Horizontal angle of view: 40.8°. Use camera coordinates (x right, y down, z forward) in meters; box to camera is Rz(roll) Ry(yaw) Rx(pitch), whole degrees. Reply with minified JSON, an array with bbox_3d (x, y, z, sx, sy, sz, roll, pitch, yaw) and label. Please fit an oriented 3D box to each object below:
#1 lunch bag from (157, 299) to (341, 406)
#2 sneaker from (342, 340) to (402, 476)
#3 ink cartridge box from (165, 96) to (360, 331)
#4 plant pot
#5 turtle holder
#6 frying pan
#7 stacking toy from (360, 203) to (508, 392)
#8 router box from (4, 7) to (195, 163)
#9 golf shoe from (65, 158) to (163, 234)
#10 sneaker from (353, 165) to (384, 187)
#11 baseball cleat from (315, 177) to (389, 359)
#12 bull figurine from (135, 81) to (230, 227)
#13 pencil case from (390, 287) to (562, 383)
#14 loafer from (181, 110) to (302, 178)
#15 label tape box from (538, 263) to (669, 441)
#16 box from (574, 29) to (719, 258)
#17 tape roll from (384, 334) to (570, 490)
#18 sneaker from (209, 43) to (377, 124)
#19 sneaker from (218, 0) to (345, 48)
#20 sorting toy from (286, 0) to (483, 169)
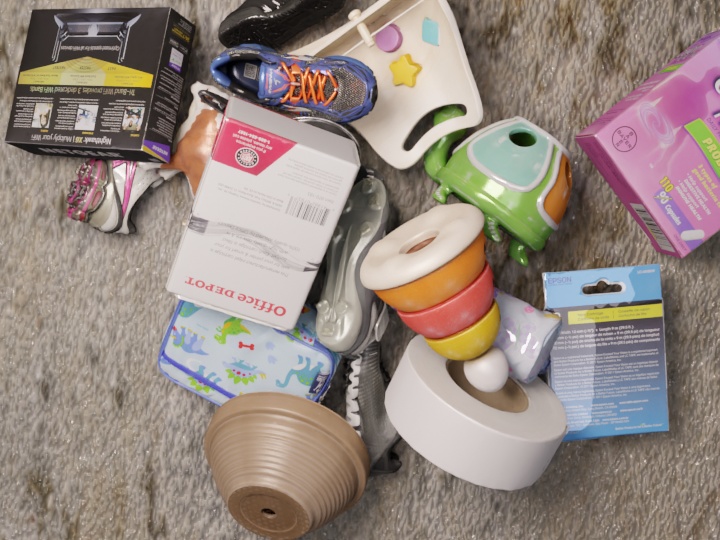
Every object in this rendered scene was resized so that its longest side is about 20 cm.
[{"bbox_3d":[-0.128,0.096,1.127,0.199,0.083,0.161,31,122,-4],"label":"lunch bag"},{"bbox_3d":[0.022,0.158,1.167,0.089,0.066,0.203,3,100,-5],"label":"sneaker"},{"bbox_3d":[-0.104,-0.056,1.012,0.144,0.084,0.202,18,113,-13],"label":"ink cartridge box"},{"bbox_3d":[-0.094,0.240,1.109,0.198,0.093,0.202,8,130,10],"label":"plant pot"},{"bbox_3d":[0.161,-0.107,1.113,0.140,0.185,0.132,32,97,-36],"label":"turtle holder"},{"bbox_3d":[-0.075,-0.143,1.040,0.114,0.031,0.190,-18,141,25],"label":"frying pan"},{"bbox_3d":[0.102,0.043,1.032,0.145,0.146,0.201,-29,108,2],"label":"stacking toy"},{"bbox_3d":[-0.288,-0.205,1.067,0.198,0.052,0.159,7,82,26],"label":"router box"},{"bbox_3d":[-0.268,-0.141,1.132,0.092,0.072,0.202,23,92,-35],"label":"golf shoe"},{"bbox_3d":[-0.063,-0.050,1.141,0.104,0.060,0.201,30,92,0],"label":"sneaker"},{"bbox_3d":[0.000,0.000,1.104,0.069,0.106,0.202,9,75,31],"label":"baseball cleat"},{"bbox_3d":[-0.173,-0.105,1.082,0.120,0.065,0.202,-18,97,21],"label":"bull figurine"},{"bbox_3d":[0.133,0.048,1.116,0.199,0.083,0.091,27,69,17],"label":"pencil case"},{"bbox_3d":[-0.121,-0.145,1.129,0.198,0.068,0.077,-6,103,16],"label":"loafer"},{"bbox_3d":[0.288,0.095,1.164,0.141,0.066,0.203,-5,94,-1],"label":"label tape box"},{"bbox_3d":[0.386,-0.146,1.121,0.199,0.097,0.177,-37,96,2],"label":"box"},{"bbox_3d":[0.130,0.155,1.093,0.201,0.203,0.071,23,111,-4],"label":"tape roll"},{"bbox_3d":[-0.075,-0.196,1.029,0.198,0.078,0.076,11,106,22],"label":"sneaker"},{"bbox_3d":[-0.075,-0.328,1.101,0.198,0.060,0.105,-16,60,27],"label":"sneaker"},{"bbox_3d":[0.046,-0.216,1.081,0.199,0.107,0.181,-29,94,27],"label":"sorting toy"}]
